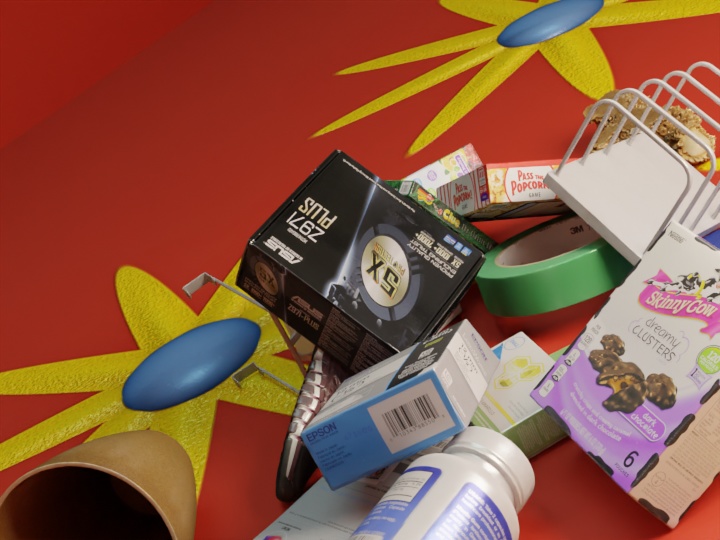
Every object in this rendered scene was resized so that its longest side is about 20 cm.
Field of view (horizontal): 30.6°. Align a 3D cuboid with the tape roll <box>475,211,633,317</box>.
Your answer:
[{"bbox_3d":[0.222,-0.014,1.425,0.199,0.049,0.201,-22,12,5],"label":"tape roll"}]

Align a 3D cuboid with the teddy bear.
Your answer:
[{"bbox_3d":[0.358,-0.161,1.643,0.145,0.067,0.199,-43,35,-17],"label":"teddy bear"}]

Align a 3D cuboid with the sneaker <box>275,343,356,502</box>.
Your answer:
[{"bbox_3d":[-0.011,0.151,1.335,0.114,0.076,0.202,18,63,0],"label":"sneaker"}]

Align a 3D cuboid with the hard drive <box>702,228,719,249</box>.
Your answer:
[{"bbox_3d":[0.343,-0.013,1.281,0.131,0.026,0.200,-28,0,-6],"label":"hard drive"}]

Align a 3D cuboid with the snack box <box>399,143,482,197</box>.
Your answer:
[{"bbox_3d":[0.073,-0.085,1.658,0.141,0.053,0.200,-30,-5,-10],"label":"snack box"}]

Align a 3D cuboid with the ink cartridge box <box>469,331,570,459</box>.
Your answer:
[{"bbox_3d":[0.188,0.102,1.267,0.199,0.048,0.146,-30,24,-6],"label":"ink cartridge box"}]

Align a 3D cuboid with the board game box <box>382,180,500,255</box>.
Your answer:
[{"bbox_3d":[0.087,-0.049,1.509,0.104,0.199,0.024,10,71,49],"label":"board game box"}]

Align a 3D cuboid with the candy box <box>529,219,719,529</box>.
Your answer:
[{"bbox_3d":[0.260,0.080,1.092,0.201,0.071,0.168,-51,31,4],"label":"candy box"}]

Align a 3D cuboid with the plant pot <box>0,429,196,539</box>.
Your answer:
[{"bbox_3d":[-0.232,0.232,1.271,0.185,0.188,0.200,-18,12,14],"label":"plant pot"}]

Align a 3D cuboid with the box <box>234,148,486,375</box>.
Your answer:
[{"bbox_3d":[0.000,0.000,1.349,0.164,0.199,0.086,-48,-10,-34],"label":"box"}]

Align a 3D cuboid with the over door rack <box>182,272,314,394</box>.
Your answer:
[{"bbox_3d":[-0.099,0.070,1.485,0.067,0.149,0.199,-40,28,-29],"label":"over door rack"}]

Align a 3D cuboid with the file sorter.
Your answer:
[{"bbox_3d":[0.315,-0.116,1.346,0.199,0.125,0.139,-23,59,-42],"label":"file sorter"}]

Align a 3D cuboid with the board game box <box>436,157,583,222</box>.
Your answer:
[{"bbox_3d":[0.205,-0.091,1.495,0.198,0.047,0.151,-5,-5,-19],"label":"board game box"}]

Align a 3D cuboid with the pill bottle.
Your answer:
[{"bbox_3d":[0.060,0.221,1.063,0.111,0.113,0.200,-1,32,43],"label":"pill bottle"}]

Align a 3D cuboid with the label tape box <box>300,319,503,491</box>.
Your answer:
[{"bbox_3d":[0.044,0.109,1.205,0.142,0.067,0.200,-28,8,22],"label":"label tape box"}]

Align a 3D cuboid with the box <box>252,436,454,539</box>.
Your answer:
[{"bbox_3d":[0.010,0.221,1.199,0.200,0.041,0.155,-38,26,-31],"label":"box"}]

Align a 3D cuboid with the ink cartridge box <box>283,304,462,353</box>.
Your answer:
[{"bbox_3d":[0.008,0.023,1.507,0.199,0.126,0.128,4,36,49],"label":"ink cartridge box"}]
